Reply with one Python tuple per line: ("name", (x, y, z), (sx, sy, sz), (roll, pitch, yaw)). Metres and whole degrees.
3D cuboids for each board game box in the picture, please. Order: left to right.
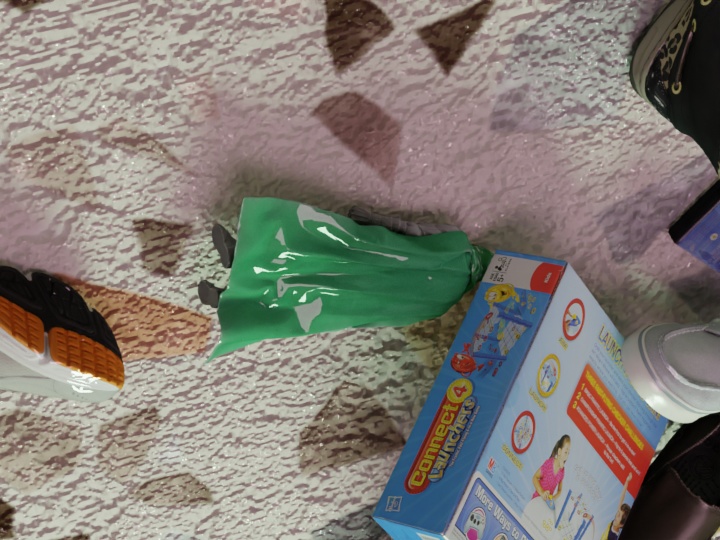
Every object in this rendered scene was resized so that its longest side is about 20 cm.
("board game box", (0.110, 0.122, 1.459), (0.200, 0.056, 0.196), (50, 59, -47))

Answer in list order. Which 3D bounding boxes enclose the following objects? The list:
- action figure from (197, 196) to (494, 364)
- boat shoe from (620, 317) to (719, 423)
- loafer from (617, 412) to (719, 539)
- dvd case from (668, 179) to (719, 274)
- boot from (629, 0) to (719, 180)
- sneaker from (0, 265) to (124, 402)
("action figure", (0.000, 0.000, 1.413), (0.200, 0.055, 0.118), (0, 126, -29))
("boat shoe", (0.251, 0.056, 1.510), (0.072, 0.070, 0.201), (-37, 154, 33))
("loafer", (0.209, 0.167, 1.542), (0.073, 0.200, 0.071), (34, 154, 2))
("dvd case", (0.320, -0.030, 1.530), (0.200, 0.018, 0.143), (31, 112, -35))
("boot", (0.251, -0.143, 1.323), (0.073, 0.154, 0.204), (18, 119, -31))
("sneaker", (-0.240, 0.044, 1.356), (0.200, 0.076, 0.092), (22, 125, -24))
